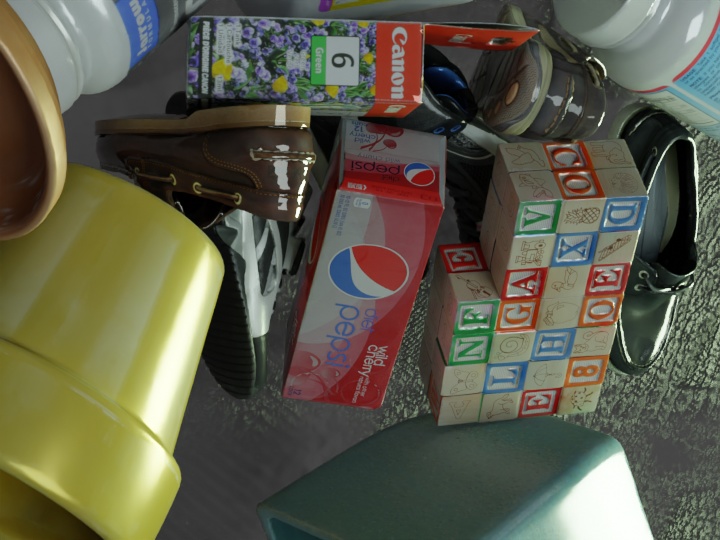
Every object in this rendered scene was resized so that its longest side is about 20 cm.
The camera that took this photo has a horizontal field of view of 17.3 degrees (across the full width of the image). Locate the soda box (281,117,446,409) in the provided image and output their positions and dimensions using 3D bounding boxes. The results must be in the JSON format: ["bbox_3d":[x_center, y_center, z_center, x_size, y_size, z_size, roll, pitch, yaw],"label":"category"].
[{"bbox_3d":[0.000,0.000,1.474,0.070,0.064,0.200,8,137,-6],"label":"soda box"}]

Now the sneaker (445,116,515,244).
[{"bbox_3d":[0.096,-0.035,1.596,0.200,0.080,0.086,40,91,-30],"label":"sneaker"}]

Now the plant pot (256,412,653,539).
[{"bbox_3d":[0.087,0.198,1.595,0.200,0.196,0.196,-38,122,-27],"label":"plant pot"}]

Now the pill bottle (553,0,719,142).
[{"bbox_3d":[0.229,-0.161,1.626,0.200,0.109,0.109,25,89,-37],"label":"pill bottle"}]

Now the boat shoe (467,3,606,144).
[{"bbox_3d":[0.114,-0.116,1.510,0.073,0.200,0.075,23,106,-9],"label":"boat shoe"}]

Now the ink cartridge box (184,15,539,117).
[{"bbox_3d":[-0.002,-0.116,1.378,0.199,0.109,0.051,2,89,-4],"label":"ink cartridge box"}]

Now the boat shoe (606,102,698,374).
[{"bbox_3d":[0.210,-0.015,1.682,0.074,0.066,0.200,-3,106,-34],"label":"boat shoe"}]

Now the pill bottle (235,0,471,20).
[{"bbox_3d":[0.020,-0.211,1.470,0.199,0.104,0.105,-13,111,-31],"label":"pill bottle"}]

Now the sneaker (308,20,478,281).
[{"bbox_3d":[0.031,-0.068,1.501,0.073,0.111,0.200,-83,152,-45],"label":"sneaker"}]

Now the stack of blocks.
[{"bbox_3d":[0.110,0.009,1.556,0.115,0.059,0.201,-4,134,-13],"label":"stack of blocks"}]

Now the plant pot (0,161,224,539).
[{"bbox_3d":[-0.177,0.049,1.369,0.201,0.200,0.189,41,65,-36],"label":"plant pot"}]

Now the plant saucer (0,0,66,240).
[{"bbox_3d":[-0.233,-0.106,1.276,0.037,0.200,0.201,-47,127,-35],"label":"plant saucer"}]

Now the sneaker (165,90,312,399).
[{"bbox_3d":[-0.063,-0.020,1.488,0.088,0.074,0.201,-14,108,-35],"label":"sneaker"}]

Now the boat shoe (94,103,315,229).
[{"bbox_3d":[-0.096,-0.059,1.371,0.070,0.200,0.071,-3,94,-32],"label":"boat shoe"}]

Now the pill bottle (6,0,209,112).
[{"bbox_3d":[-0.147,-0.172,1.337,0.200,0.113,0.114,-46,125,-30],"label":"pill bottle"}]
